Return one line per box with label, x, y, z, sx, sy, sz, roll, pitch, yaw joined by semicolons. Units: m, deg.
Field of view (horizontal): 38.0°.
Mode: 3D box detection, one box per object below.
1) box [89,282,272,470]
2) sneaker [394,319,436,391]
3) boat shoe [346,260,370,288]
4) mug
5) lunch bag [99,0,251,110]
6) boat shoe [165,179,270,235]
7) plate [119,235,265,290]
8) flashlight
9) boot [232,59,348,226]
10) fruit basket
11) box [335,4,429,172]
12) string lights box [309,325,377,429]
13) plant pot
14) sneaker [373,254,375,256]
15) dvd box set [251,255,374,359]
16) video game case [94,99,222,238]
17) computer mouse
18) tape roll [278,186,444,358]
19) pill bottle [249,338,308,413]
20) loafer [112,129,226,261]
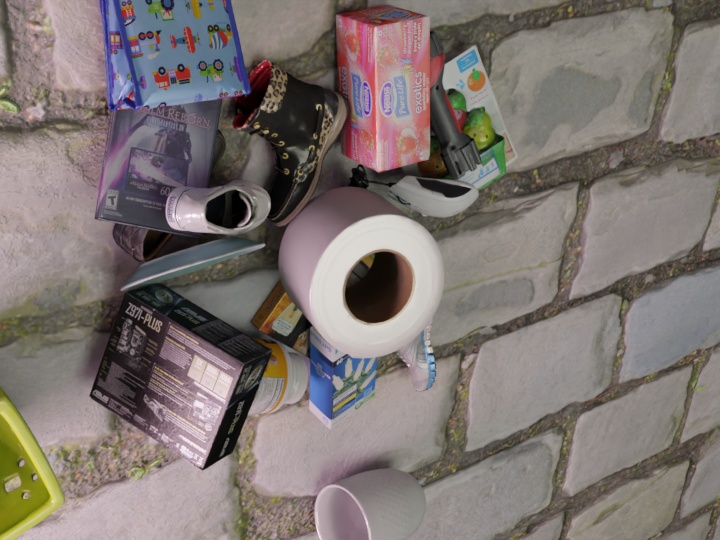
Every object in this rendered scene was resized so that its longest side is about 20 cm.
box;-0.242;0.139;1.398;0.086;0.198;0.166;-19;134;-66
sneaker;0.077;0.125;1.772;0.085;0.075;0.203;-18;123;-17
boat shoe;-0.034;0.002;1.543;0.066;0.072;0.199;-50;129;5
mug;0.016;0.444;1.880;0.173;0.149;0.200;-12;154;-42
lunch bag;-0.223;-0.297;1.216;0.149;0.093;0.204;-14;105;-33
boat shoe;-0.161;-0.074;1.317;0.199;0.064;0.075;-19;113;-60
plate;-0.221;-0.014;1.362;0.198;0.199;0.026;-19;92;-30
flashlight;0.119;-0.239;1.510;0.067;0.068;0.202;-26;107;1
boot;-0.113;-0.172;1.407;0.149;0.073;0.202;23;99;-46
fruit basket;0.138;-0.206;1.582;0.183;0.094;0.202;-32;124;-10
box;0.032;-0.251;1.441;0.093;0.102;0.204;-17;120;-30
string lights box;-0.027;0.149;1.665;0.102;0.059;0.202;-32;144;-30
plant pot;-0.502;0.221;1.255;0.198;0.181;0.201;-31;134;-20
sneaker;0.037;-0.059;1.568;0.083;0.078;0.199;-31;144;22
dvd box set;-0.061;0.031;1.612;0.201;0.029;0.146;-54;137;2
video game case;-0.245;-0.152;1.287;0.141;0.019;0.204;10;89;-37
computer mouse;0.078;-0.108;1.538;0.196;0.045;0.110;6;159;-3
tape roll;0.000;0.000;1.441;0.199;0.139;0.207;-8;112;-22
pill bottle;-0.175;0.154;1.538;0.198;0.109;0.111;9;111;-43
loafer;-0.235;-0.095;1.354;0.201;0.072;0.073;-54;136;1
